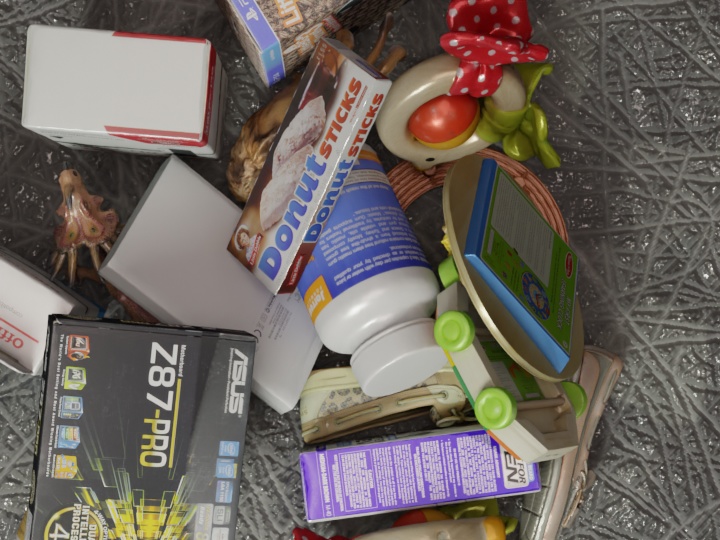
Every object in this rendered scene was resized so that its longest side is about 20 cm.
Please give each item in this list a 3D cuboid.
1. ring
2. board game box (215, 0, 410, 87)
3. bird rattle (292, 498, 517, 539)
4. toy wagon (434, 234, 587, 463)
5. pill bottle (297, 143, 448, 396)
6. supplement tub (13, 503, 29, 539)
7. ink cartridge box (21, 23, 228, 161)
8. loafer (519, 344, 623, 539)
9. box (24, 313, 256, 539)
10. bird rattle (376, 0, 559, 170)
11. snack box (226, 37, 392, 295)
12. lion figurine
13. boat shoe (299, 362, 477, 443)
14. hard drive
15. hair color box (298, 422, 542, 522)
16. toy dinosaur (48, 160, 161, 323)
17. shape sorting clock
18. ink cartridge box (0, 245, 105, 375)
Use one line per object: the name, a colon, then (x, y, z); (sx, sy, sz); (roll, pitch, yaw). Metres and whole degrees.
ring: (0.091, -0.015, 1.264); (0.199, 0.019, 0.202); (0, 88, -2)
board game box: (-0.024, -0.262, 1.203); (0.199, 0.159, 0.097); (-32, 88, -2)
bird rattle: (0.043, 0.232, 1.188); (0.198, 0.163, 0.114); (5, 69, -10)
toy wagon: (0.112, 0.061, 1.143); (0.039, 0.155, 0.201); (-36, 70, 24)
pill bottle: (0.000, 0.000, 1.186); (0.111, 0.112, 0.201); (-23, 67, -2)
supplement tub: (-0.208, 0.208, 1.183); (0.144, 0.144, 0.201); (22, 87, 0)
ink cartridge box: (-0.190, -0.145, 1.174); (0.143, 0.200, 0.084); (5, 91, -1)
loafer: (0.188, 0.163, 1.235); (0.062, 0.072, 0.202); (12, 84, -8)
box: (-0.172, 0.140, 1.090); (0.160, 0.049, 0.202); (7, 92, -20)
bird rattle: (0.091, -0.142, 1.176); (0.162, 0.200, 0.113); (-25, 69, 13)
snack box: (-0.044, -0.083, 1.136); (0.072, 0.024, 0.201); (40, 115, 32)
lion figurine: (-0.045, -0.138, 1.200); (0.072, 0.200, 0.123); (41, 53, -3)
boat shoe: (0.045, 0.116, 1.227); (0.198, 0.073, 0.063); (-5, 72, 8)
hard drive: (-0.113, 0.012, 1.190); (0.200, 0.026, 0.132); (39, 50, -19)
hair color box: (0.048, 0.170, 1.208); (0.198, 0.109, 0.065); (-6, 86, -2)
toy dinosaur: (-0.194, 0.006, 1.197); (0.200, 0.136, 0.086); (38, 87, 0)
shape sorting clock: (0.126, -0.002, 1.149); (0.039, 0.200, 0.201); (-31, 88, 30)
ink cartridge box: (-0.290, 0.029, 1.161); (0.116, 0.200, 0.068); (31, 87, 0)
